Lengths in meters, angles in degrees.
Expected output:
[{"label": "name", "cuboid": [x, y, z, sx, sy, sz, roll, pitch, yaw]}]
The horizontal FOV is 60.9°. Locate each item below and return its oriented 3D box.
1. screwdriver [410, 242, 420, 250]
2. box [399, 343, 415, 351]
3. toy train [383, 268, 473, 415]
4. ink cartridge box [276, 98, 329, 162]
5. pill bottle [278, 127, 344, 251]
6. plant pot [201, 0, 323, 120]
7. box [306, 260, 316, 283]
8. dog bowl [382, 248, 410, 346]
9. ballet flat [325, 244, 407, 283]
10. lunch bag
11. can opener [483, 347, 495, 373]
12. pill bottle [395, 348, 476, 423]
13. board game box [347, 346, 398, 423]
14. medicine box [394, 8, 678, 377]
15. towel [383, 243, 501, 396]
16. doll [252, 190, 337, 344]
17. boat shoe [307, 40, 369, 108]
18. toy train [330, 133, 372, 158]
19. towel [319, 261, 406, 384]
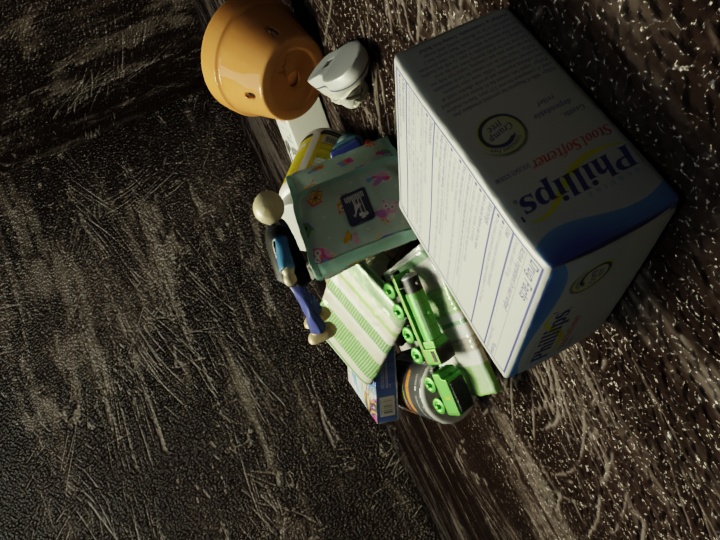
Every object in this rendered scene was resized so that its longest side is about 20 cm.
[{"label": "screwdriver", "cuboid": [0.107, 0.046, 0.975, 0.028, 0.028, 0.205, -129, 22, -55]}, {"label": "box", "cuboid": [0.110, 0.141, 1.205, 0.200, 0.034, 0.113, -138, 25, -69]}, {"label": "toy train", "cuboid": [0.088, 0.092, 0.779, 0.056, 0.041, 0.205, -15, 99, 58]}, {"label": "ink cartridge box", "cuboid": [-0.103, -0.255, 1.262, 0.145, 0.082, 0.205, -132, 20, -63]}, {"label": "pill bottle", "cuboid": [-0.074, -0.137, 1.030, 0.203, 0.110, 0.116, -74, -25, -43]}, {"label": "plant pot", "cuboid": [-0.151, -0.346, 1.038, 0.139, 0.199, 0.203, 37, 156, 34]}, {"label": "box", "cuboid": [-0.038, -0.051, 1.102, 0.036, 0.144, 0.200, 41, -175, 0]}, {"label": "dog bowl", "cuboid": [0.059, 0.026, 1.087, 0.201, 0.072, 0.204, 91, 154, -68]}, {"label": "ballet flat", "cuboid": [0.000, 0.000, 0.961, 0.199, 0.067, 0.069, -40, 32, 46]}, {"label": "lunch bag", "cuboid": [-0.004, -0.079, 0.810, 0.202, 0.166, 0.125, -110, -1, -60]}, {"label": "can opener", "cuboid": [0.143, 0.090, 0.860, 0.200, 0.076, 0.066, -154, 78, -71]}, {"label": "pill bottle", "cuboid": [0.106, 0.189, 1.034, 0.109, 0.104, 0.199, 65, 161, -4]}, {"label": "board game box", "cuboid": [0.013, 0.127, 1.067, 0.199, 0.042, 0.207, -144, 49, -73]}, {"label": "medicine box", "cuboid": [0.113, -0.053, 0.477, 0.203, 0.101, 0.184, 60, 170, 27]}, {"label": "towel", "cuboid": [0.101, 0.072, 0.806, 0.205, 0.030, 0.149, 65, 161, 5]}, {"label": "doll", "cuboid": [-0.089, -0.008, 0.784, 0.137, 0.047, 0.204, -118, 6, -60]}, {"label": "boat shoe", "cuboid": [-0.018, -0.263, 0.854, 0.069, 0.072, 0.199, 39, 177, -22]}, {"label": "toy train", "cuboid": [0.016, -0.121, 0.986, 0.204, 0.083, 0.116, 62, -171, -23]}, {"label": "towel", "cuboid": [-0.004, 0.071, 0.931, 0.153, 0.023, 0.203, 48, 141, 23]}]
